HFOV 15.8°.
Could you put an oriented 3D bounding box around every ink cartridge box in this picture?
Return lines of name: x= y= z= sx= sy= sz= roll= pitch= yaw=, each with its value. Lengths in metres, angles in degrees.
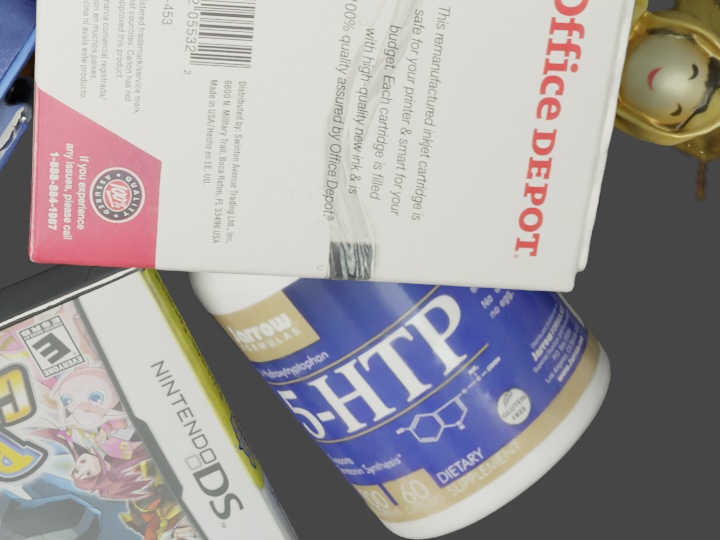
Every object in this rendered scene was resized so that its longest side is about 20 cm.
ink cartridge box: x=-0.014 y=-0.077 z=0.911 sx=0.199 sy=0.084 sz=0.145 roll=3 pitch=126 yaw=-6

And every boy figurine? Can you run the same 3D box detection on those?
boy figurine: x=0.071 y=-0.102 z=1.091 sx=0.200 sy=0.064 sz=0.125 roll=27 pitch=89 yaw=-13

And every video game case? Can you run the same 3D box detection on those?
video game case: x=-0.143 y=0.096 z=1.037 sx=0.199 sy=0.026 sz=0.181 roll=-23 pitch=125 yaw=4

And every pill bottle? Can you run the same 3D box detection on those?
pill bottle: x=0.000 y=0.000 z=1.060 sx=0.120 sy=0.120 sz=0.200 roll=-41 pitch=105 yaw=-5

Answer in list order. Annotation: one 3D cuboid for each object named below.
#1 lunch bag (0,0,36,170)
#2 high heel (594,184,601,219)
lunch bag: x=-0.204 y=-0.061 z=0.991 sx=0.132 sy=0.136 sz=0.200 roll=35 pitch=88 yaw=-17
high heel: x=0.031 y=-0.085 z=0.988 sx=0.067 sy=0.096 sz=0.200 roll=-34 pitch=127 yaw=21
